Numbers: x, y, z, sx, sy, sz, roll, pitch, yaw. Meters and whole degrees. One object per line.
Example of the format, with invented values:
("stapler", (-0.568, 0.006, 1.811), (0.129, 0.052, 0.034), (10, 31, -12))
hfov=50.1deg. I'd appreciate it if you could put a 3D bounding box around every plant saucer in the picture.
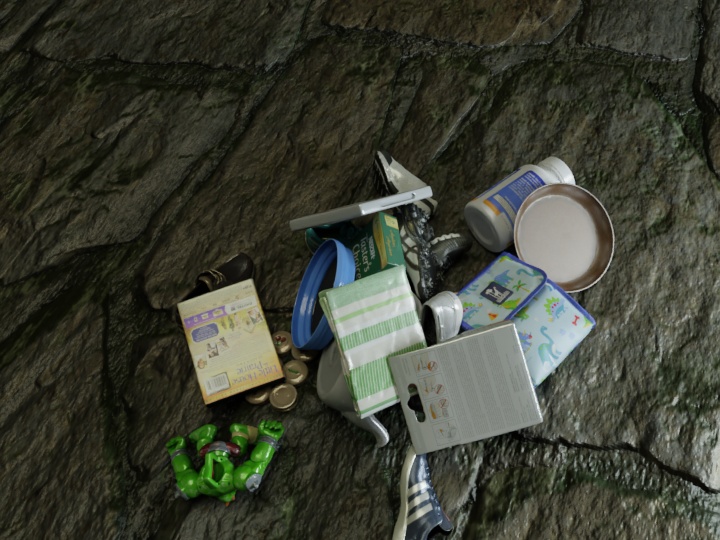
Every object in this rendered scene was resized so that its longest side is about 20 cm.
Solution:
("plant saucer", (0.364, -0.058, 1.396), (0.200, 0.032, 0.200), (2, 83, -13))

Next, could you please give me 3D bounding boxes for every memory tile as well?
("memory tile", (-0.186, 0.167, 1.389), (0.200, 0.017, 0.153), (13, 58, 18))

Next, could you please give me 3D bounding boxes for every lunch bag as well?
("lunch bag", (0.255, 0.085, 1.280), (0.170, 0.127, 0.200), (-40, 75, -20))

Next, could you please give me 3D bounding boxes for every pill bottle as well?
("pill bottle", (0.306, -0.131, 1.462), (0.200, 0.112, 0.112), (-33, 56, -15))

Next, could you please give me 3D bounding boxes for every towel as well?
("towel", (0.029, 0.107, 1.180), (0.152, 0.023, 0.200), (-18, 93, -26))

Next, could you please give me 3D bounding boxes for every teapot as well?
("teapot", (0.024, 0.150, 1.282), (0.146, 0.200, 0.197), (19, 30, -15))

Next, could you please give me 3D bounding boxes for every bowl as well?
("bowl", (-0.066, 0.044, 1.354), (0.039, 0.201, 0.201), (19, 52, -20))

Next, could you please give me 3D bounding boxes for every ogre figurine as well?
("ogre figurine", (-0.227, 0.309, 1.245), (0.200, 0.098, 0.120), (4, 43, -1))

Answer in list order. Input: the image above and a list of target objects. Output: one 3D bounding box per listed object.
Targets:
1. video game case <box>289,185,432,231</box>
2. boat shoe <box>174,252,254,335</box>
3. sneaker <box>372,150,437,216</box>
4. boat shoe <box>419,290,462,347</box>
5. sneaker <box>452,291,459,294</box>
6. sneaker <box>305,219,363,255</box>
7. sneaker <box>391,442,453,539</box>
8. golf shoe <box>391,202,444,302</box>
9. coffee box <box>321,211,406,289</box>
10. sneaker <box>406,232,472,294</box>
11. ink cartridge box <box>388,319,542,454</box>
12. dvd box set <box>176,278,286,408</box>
("video game case", (-0.001, -0.112, 1.397), (0.182, 0.024, 0.200), (-19, 7, -41))
("boat shoe", (-0.275, 0.037, 1.463), (0.074, 0.073, 0.200), (24, 61, 24))
("sneaker", (0.086, -0.170, 1.565), (0.080, 0.074, 0.200), (-15, 56, -20))
("boat shoe", (0.118, 0.131, 1.250), (0.068, 0.200, 0.072), (-16, 39, -36))
("sneaker", (0.189, 0.082, 1.354), (0.200, 0.076, 0.092), (-31, 60, -11))
("sneaker", (-0.011, -0.055, 1.481), (0.200, 0.080, 0.078), (3, 55, 11))
("sneaker", (0.102, 0.357, 1.169), (0.084, 0.075, 0.200), (3, 65, 14))
("golf shoe", (0.089, -0.021, 1.380), (0.094, 0.078, 0.200), (-25, 52, 25))
("coffee box", (0.000, 0.000, 1.381), (0.044, 0.200, 0.123), (19, 46, -30))
("sneaker", (0.126, 0.000, 1.430), (0.200, 0.066, 0.091), (-23, 57, -3))
("ink cartridge box", (0.160, 0.180, 1.180), (0.200, 0.050, 0.162), (-16, 92, 8))
("dvd box set", (-0.230, 0.126, 1.367), (0.146, 0.029, 0.200), (-20, 67, -6))
